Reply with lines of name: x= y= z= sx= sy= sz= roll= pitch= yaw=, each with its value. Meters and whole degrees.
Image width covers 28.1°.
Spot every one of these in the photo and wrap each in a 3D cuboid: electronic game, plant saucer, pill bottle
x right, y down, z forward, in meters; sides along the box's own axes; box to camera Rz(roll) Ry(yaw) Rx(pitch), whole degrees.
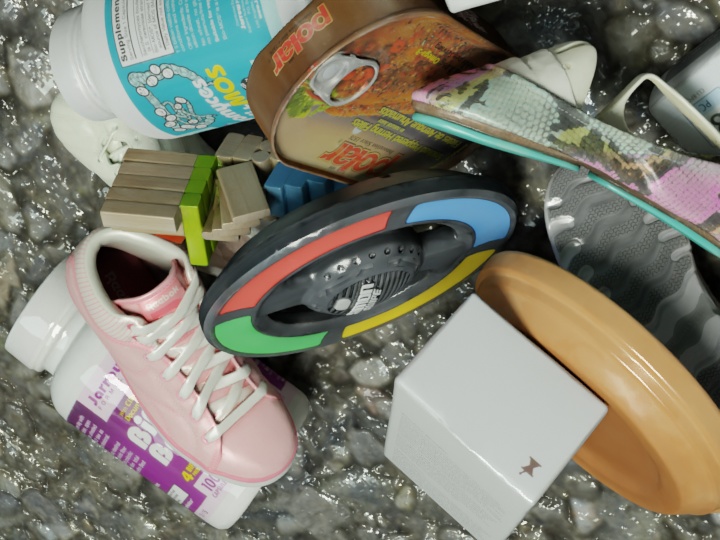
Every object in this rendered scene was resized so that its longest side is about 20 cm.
electronic game: x=0.000 y=0.000 z=0.841 sx=0.199 sy=0.198 sz=0.042 roll=-37 pitch=66 yaw=38
plant saucer: x=0.137 y=0.074 z=0.840 sx=0.200 sy=0.037 sz=0.201 roll=43 pitch=166 yaw=14
pill bottle: x=-0.082 y=-0.139 z=0.823 sx=0.198 sy=0.111 sz=0.112 roll=-10 pitch=118 yaw=30
pill bottle: x=-0.142 y=0.079 z=0.997 sx=0.199 sy=0.113 sz=0.113 roll=35 pitch=130 yaw=-2

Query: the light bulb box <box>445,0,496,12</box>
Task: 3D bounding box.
light bulb box: x=0.111 y=-0.250 z=0.649 sx=0.198 sy=0.125 sz=0.200 roll=-11 pitch=116 yaw=31

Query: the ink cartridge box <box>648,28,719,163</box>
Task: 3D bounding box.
ink cartridge box: x=0.274 y=-0.067 z=0.746 sx=0.200 sy=0.047 sz=0.160 roll=46 pitch=129 yaw=-7

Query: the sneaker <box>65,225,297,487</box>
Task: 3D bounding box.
sneaker: x=-0.111 y=0.052 z=0.898 sx=0.201 sy=0.075 sz=0.105 roll=49 pitch=161 yaw=1

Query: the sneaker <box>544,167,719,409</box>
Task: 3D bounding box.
sneaker: x=0.170 y=0.025 z=0.840 sx=0.074 sy=0.082 sz=0.201 roll=-33 pitch=87 yaw=-1

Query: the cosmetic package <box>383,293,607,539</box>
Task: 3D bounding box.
cosmetic package: x=0.074 y=0.098 z=0.862 sx=0.101 sy=0.071 sz=0.200 roll=41 pitch=166 yaw=11

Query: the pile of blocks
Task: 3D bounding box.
pile of blocks: x=-0.053 y=-0.040 z=0.856 sx=0.197 sy=0.083 sz=0.063 roll=-13 pitch=134 yaw=-7

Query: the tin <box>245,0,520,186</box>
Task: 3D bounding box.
tin: x=0.016 y=-0.095 z=0.750 sx=0.112 sy=0.199 sz=0.042 roll=-45 pitch=67 yaw=16

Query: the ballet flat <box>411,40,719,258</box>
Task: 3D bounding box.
ballet flat: x=0.123 y=-0.073 z=0.737 sx=0.198 sy=0.069 sz=0.072 roll=22 pitch=98 yaw=-12

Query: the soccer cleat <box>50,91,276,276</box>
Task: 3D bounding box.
soccer cleat: x=-0.119 y=-0.053 z=0.919 sx=0.199 sy=0.078 sz=0.070 roll=32 pitch=130 yaw=2
